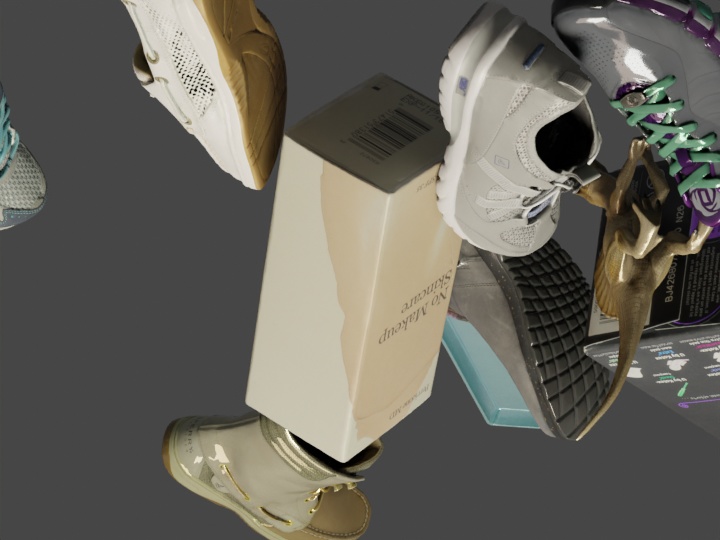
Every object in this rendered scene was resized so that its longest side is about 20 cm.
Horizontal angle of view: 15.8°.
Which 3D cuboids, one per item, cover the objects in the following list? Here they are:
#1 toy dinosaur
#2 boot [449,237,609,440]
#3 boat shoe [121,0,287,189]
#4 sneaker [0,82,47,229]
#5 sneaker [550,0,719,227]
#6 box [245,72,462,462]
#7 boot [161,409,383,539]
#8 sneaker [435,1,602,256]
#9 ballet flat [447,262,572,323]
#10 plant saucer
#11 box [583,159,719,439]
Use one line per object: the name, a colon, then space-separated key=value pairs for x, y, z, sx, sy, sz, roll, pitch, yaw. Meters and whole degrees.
toy dinosaur: x=0.152 y=-0.005 z=1.418 sx=0.058 sy=0.200 sz=0.101 roll=13 pitch=138 yaw=-18
boot: x=0.062 y=0.013 z=1.540 sx=0.132 sy=0.200 sz=0.070 roll=-15 pitch=-172 yaw=44
boat shoe: x=-0.089 y=-0.117 z=1.412 sx=0.069 sy=0.071 sz=0.200 roll=6 pitch=147 yaw=16
sneaker: x=-0.242 y=-0.083 z=1.545 sx=0.086 sy=0.078 sz=0.200 roll=-8 pitch=150 yaw=31
sneaker: x=0.176 y=-0.077 z=1.349 sx=0.200 sy=0.088 sz=0.074 roll=27 pitch=152 yaw=-32
box: x=0.000 y=0.000 z=1.474 sx=0.078 sy=0.095 sz=0.200 roll=31 pitch=134 yaw=24
boot: x=-0.033 y=0.155 z=1.995 sx=0.200 sy=0.072 sz=0.155 roll=30 pitch=148 yaw=-35
sneaker: x=0.090 y=-0.057 z=1.382 sx=0.082 sy=0.075 sz=0.200 roll=32 pitch=162 yaw=22
ballet flat: x=0.056 y=-0.003 z=1.613 sx=0.200 sy=0.069 sz=0.071 roll=7 pitch=-178 yaw=29
plant saucer: x=0.101 y=0.064 z=1.791 sx=0.070 sy=0.019 sz=0.200 roll=3 pitch=154 yaw=18
box: x=0.235 y=0.026 z=1.510 sx=0.106 sy=0.122 sz=0.200 roll=-12 pitch=147 yaw=42
